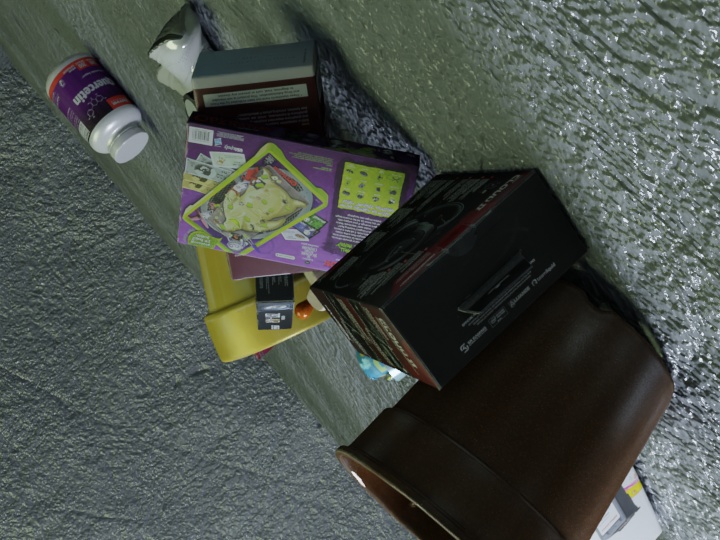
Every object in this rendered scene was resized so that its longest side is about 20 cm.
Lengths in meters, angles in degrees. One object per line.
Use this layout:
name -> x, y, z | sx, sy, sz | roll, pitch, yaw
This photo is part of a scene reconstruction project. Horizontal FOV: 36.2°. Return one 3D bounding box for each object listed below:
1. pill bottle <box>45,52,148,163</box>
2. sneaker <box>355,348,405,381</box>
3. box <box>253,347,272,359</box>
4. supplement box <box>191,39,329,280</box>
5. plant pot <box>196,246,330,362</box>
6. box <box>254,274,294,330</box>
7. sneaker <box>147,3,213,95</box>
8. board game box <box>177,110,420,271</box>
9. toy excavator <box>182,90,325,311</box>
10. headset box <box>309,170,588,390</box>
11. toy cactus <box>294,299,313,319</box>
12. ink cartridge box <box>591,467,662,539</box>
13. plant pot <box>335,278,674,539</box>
pill bottle -> -0.482, -0.297, 2.032 | 0.200, 0.112, 0.113 | 47, 168, 12
sneaker -> 0.066, 0.061, 1.028 | 0.080, 0.130, 0.200 | 54, 167, -14
box -> -0.213, 0.097, 2.259 | 0.100, 0.095, 0.200 | 48, 168, 13
supplement box -> -0.078, -0.095, 0.982 | 0.061, 0.107, 0.203 | -90, -6, -58
plant pot -> -0.129, -0.008, 1.440 | 0.191, 0.198, 0.201 | 66, 167, -4
box -> -0.103, -0.044, 1.279 | 0.160, 0.043, 0.204 | 108, 159, -75
sneaker -> -0.187, -0.239, 1.255 | 0.087, 0.075, 0.200 | 38, 175, 0
board game box -> -0.055, -0.061, 0.947 | 0.032, 0.196, 0.122 | -82, 3, -61
toy excavator -> -0.079, -0.083, 1.107 | 0.194, 0.099, 0.202 | 44, 154, 37
headset box -> 0.062, 0.000, 0.818 | 0.078, 0.149, 0.200 | 52, 168, -16
toy cactus -> 0.000, 0.000, 1.188 | 0.163, 0.102, 0.203 | 18, 128, 37
ink cartridge box -> 0.187, 0.179, 1.043 | 0.147, 0.085, 0.201 | 39, 165, 52
plant pot -> 0.118, 0.124, 0.817 | 0.199, 0.199, 0.201 | 39, 167, 11
